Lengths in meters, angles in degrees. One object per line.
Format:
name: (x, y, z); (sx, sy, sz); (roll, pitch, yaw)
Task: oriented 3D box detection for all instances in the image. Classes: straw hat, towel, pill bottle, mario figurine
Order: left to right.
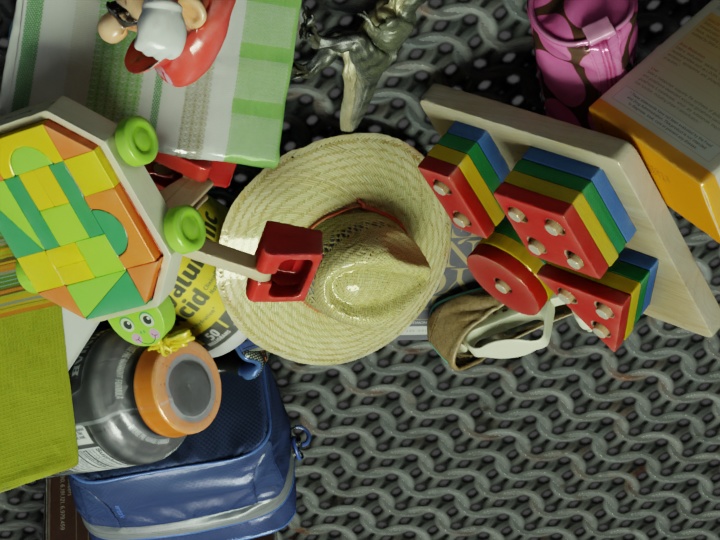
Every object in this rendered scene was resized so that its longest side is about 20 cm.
towel: (-0.245, 0.058, 1.593); (0.086, 0.018, 0.201); (-16, 111, -33)
pill bottle: (-0.198, 0.099, 1.698); (0.200, 0.107, 0.106); (-12, 142, 40)
mario figurine: (-0.159, -0.203, 1.463); (0.106, 0.124, 0.200); (-7, 124, 26)
pill bottle: (-0.165, -0.024, 1.682); (0.111, 0.112, 0.200); (-35, 129, 28)
towel: (-0.143, -0.156, 1.547); (0.199, 0.150, 0.031); (10, 179, -18)
straw hat: (0.000, 0.000, 1.664); (0.200, 0.085, 0.202); (-11, 114, -25)

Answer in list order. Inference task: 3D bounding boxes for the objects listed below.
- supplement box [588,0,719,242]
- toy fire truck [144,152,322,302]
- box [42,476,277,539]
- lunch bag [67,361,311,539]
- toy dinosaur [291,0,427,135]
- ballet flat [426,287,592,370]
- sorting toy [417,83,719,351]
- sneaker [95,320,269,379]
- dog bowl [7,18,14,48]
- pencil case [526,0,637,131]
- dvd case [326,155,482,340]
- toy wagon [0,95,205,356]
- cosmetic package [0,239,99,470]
supplement box: (0.276, -0.127, 1.555); (0.200, 0.126, 0.074); (-40, 135, -9)
toy fire truck: (-0.130, -0.053, 1.562); (0.199, 0.141, 0.049); (8, 135, -15)
box: (-0.178, 0.266, 1.948); (0.199, 0.165, 0.166); (1, 136, -8)
lunch bag: (-0.140, 0.150, 1.850); (0.199, 0.136, 0.133); (-9, 138, 3)
toy dinosaur: (-0.009, -0.158, 1.610); (0.088, 0.048, 0.200); (4, 139, -21)
ballet flat: (0.147, 0.026, 1.786); (0.199, 0.072, 0.068); (-24, 137, 9)
sorting toy: (0.140, -0.026, 1.637); (0.070, 0.200, 0.199); (-50, 133, -18)
sneaker: (-0.163, 0.055, 1.789); (0.199, 0.079, 0.076); (-6, 136, -1)
dog bowl: (-0.158, -0.133, 1.613); (0.199, 0.050, 0.112); (20, 131, -24)
pencil case: (0.171, -0.126, 1.627); (0.090, 0.094, 0.200); (-11, 136, 5)
dvd case: (0.029, -0.014, 1.784); (0.148, 0.016, 0.200); (-1, 137, -6)
toy wagon: (-0.177, -0.021, 1.513); (0.155, 0.040, 0.200); (-13, 113, 37)
cosmetic package: (-0.330, 0.029, 1.638); (0.200, 0.165, 0.165); (39, 78, -36)
